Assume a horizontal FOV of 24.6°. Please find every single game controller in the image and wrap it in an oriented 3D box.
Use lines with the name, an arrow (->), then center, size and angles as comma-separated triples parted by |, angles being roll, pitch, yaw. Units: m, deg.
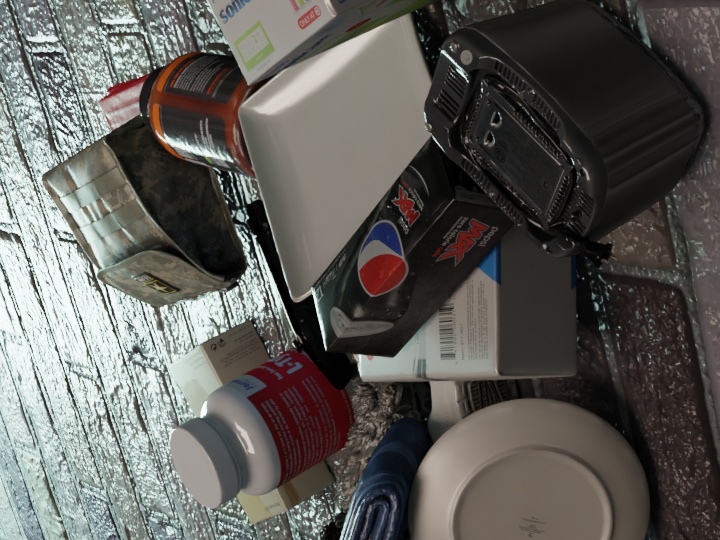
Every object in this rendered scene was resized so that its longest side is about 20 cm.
game controller -> -0.059, 0.021, 1.555 | 0.105, 0.042, 0.201 | 67, 180, -48

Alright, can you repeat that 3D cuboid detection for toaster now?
toaster -> 0.149, -0.102, 1.156 | 0.200, 0.128, 0.114 | 47, 146, 25

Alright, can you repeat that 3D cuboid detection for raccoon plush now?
raccoon plush -> 0.003, 0.183, 1.526 | 0.096, 0.201, 0.135 | 9, 141, 37

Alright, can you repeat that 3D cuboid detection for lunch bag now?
lunch bag -> -0.216, -0.052, 1.709 | 0.163, 0.117, 0.201 | -17, 106, 54

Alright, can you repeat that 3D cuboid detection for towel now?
towel -> 0.018, 0.199, 1.410 | 0.048, 0.200, 0.113 | 16, 102, 6
towel -> -0.206, -0.113, 1.771 | 0.144, 0.022, 0.202 | -10, 106, 55

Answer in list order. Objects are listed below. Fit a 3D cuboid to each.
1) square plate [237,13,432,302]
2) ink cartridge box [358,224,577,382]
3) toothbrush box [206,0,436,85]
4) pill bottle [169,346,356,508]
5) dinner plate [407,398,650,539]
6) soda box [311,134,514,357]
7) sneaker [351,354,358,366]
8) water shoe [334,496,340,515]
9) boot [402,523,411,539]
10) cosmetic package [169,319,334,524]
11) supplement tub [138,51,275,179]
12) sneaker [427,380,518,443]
square plate -> -0.006, -0.104, 1.360 | 0.197, 0.028, 0.202 | -35, 59, 30
ink cartridge box -> 0.082, 0.016, 1.340 | 0.199, 0.083, 0.148 | -7, 83, 58
toothbrush box -> 0.005, -0.228, 1.208 | 0.145, 0.199, 0.087 | -26, 91, 57
pill bottle -> -0.083, 0.148, 1.609 | 0.112, 0.199, 0.113 | 34, 138, 37
dinner plate -> 0.137, 0.200, 1.333 | 0.024, 0.197, 0.203 | -90, -14, -70
soda box -> 0.039, -0.014, 1.264 | 0.200, 0.070, 0.064 | -51, 43, 41
sneaker -> 0.000, 0.000, 1.518 | 0.079, 0.074, 0.201 | -38, 64, 16
water shoe -> 0.037, 0.252, 1.627 | 0.199, 0.071, 0.080 | 29, 125, 48
boot -> 0.136, 0.213, 1.383 | 0.198, 0.075, 0.108 | -24, 105, 17
cosmetic package -> -0.120, 0.166, 1.799 | 0.202, 0.071, 0.105 | 62, 148, 3
supplement tub -> -0.129, -0.149, 1.550 | 0.199, 0.106, 0.108 | 18, 127, 49
sneaker -> 0.105, 0.166, 1.475 | 0.099, 0.077, 0.203 | 2, 101, 65
